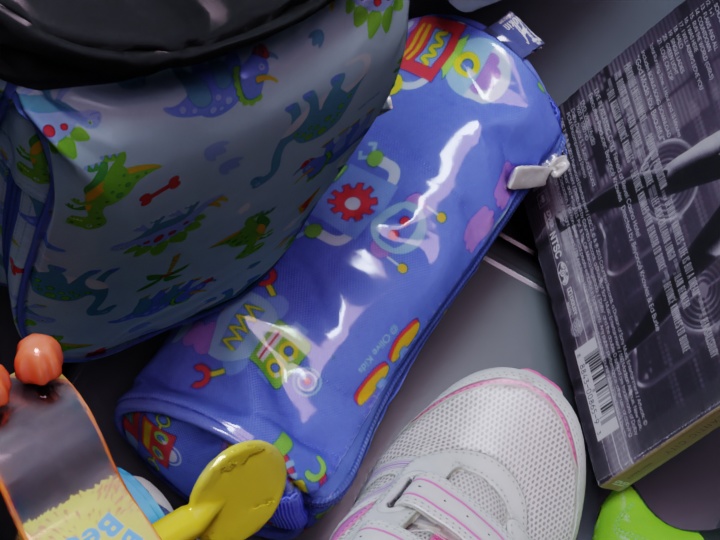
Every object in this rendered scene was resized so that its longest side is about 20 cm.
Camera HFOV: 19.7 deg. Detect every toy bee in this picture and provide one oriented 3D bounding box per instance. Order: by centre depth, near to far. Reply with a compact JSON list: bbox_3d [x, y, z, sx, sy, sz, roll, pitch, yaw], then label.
[{"bbox_3d":[-0.095,0.077,0.605,0.199,0.109,0.131,30,56,11],"label":"toy bee"}]

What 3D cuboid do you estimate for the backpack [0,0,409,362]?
[{"bbox_3d":[-0.070,-0.061,0.626,0.163,0.200,0.154,-28,91,-31],"label":"backpack"}]

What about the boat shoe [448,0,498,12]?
[{"bbox_3d":[0.072,-0.163,0.769,0.063,0.071,0.200,-11,29,27],"label":"boat shoe"}]

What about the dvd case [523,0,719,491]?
[{"bbox_3d":[0.136,-0.036,0.703,0.016,0.200,0.149,16,49,-36],"label":"dvd case"}]

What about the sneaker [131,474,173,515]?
[{"bbox_3d":[-0.150,0.117,0.678,0.199,0.075,0.088,-4,55,-15],"label":"sneaker"}]

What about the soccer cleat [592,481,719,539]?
[{"bbox_3d":[0.177,0.113,0.724,0.199,0.068,0.081,7,57,-5],"label":"soccer cleat"}]

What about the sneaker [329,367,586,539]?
[{"bbox_3d":[0.020,0.114,0.685,0.081,0.088,0.200,29,67,4],"label":"sneaker"}]

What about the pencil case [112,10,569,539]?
[{"bbox_3d":[0.000,0.000,0.733,0.087,0.078,0.200,25,66,25],"label":"pencil case"}]
